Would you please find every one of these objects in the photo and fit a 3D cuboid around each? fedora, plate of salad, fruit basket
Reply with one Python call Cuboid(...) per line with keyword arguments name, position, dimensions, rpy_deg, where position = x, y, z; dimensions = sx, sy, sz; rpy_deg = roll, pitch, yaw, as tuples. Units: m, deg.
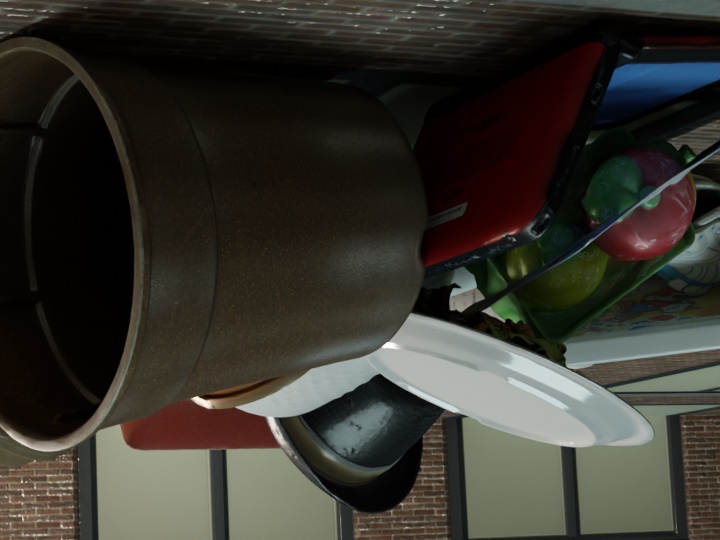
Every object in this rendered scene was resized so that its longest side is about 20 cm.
Cuboid(name="fedora", position=(0.011, 0.075, 1.451), dimensions=(0.091, 0.201, 0.200), rpy_deg=(-29, 159, 29))
Cuboid(name="plate of salad", position=(0.077, 0.053, 1.162), dimensions=(0.199, 0.048, 0.200), rpy_deg=(21, 167, 5))
Cuboid(name="fruit basket", position=(0.146, -0.039, 1.175), dimensions=(0.185, 0.094, 0.200), rpy_deg=(-34, 173, -25))

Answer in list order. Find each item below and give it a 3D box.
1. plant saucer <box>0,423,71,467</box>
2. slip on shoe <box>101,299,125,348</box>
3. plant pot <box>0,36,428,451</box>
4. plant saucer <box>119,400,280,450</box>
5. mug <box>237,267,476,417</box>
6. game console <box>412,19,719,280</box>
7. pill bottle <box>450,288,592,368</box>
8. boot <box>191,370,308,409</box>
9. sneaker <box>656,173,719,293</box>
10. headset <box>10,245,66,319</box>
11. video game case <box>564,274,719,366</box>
Cuboid(name="plant saucer", position=(-0.241, 0.042, 1.094), dimensions=(0.200, 0.030, 0.200), rpy_deg=(40, -177, -2))
Cuboid(name="slip on shoe", position=(-0.180, 0.024, 1.171), dimensions=(0.061, 0.074, 0.200), rpy_deg=(54, 167, -32))
Cuboid(name="plant pot", position=(-0.084, -0.021, 1.036), dimensions=(0.198, 0.201, 0.200), rpy_deg=(-6, 175, -38))
Cuboid(name="plant saucer", position=(-0.100, 0.046, 1.533), dimensions=(0.199, 0.200, 0.037), rpy_deg=(2, 137, -27))
Cuboid(name="mug", position=(0.000, 0.000, 1.298), dimensions=(0.199, 0.148, 0.175), rpy_deg=(-1, 162, -32))
Cuboid(name="game console", position=(0.114, -0.055, 1.080), dimensions=(0.118, 0.173, 0.200), rpy_deg=(29, 160, -17))
Cuboid(name="pill bottle", position=(0.094, 0.031, 1.623), dimensions=(0.199, 0.115, 0.114), rpy_deg=(-9, 169, 37))
Cuboid(name="boot", position=(-0.115, -0.002, 1.186), dimensions=(0.199, 0.155, 0.074), rpy_deg=(2, -142, 45))
Cuboid(name="sneaker", position=(0.233, -0.032, 1.410), dimensions=(0.086, 0.075, 0.199), rpy_deg=(-23, 163, 41))
Cuboid(name="headset", position=(-0.250, -0.021, 1.137), dimensions=(0.199, 0.094, 0.123), rpy_deg=(18, 177, 26))
Cuboid(name="video game case", position=(0.257, 0.023, 1.475), dimensions=(0.199, 0.023, 0.182), rpy_deg=(-9, -168, 23))
